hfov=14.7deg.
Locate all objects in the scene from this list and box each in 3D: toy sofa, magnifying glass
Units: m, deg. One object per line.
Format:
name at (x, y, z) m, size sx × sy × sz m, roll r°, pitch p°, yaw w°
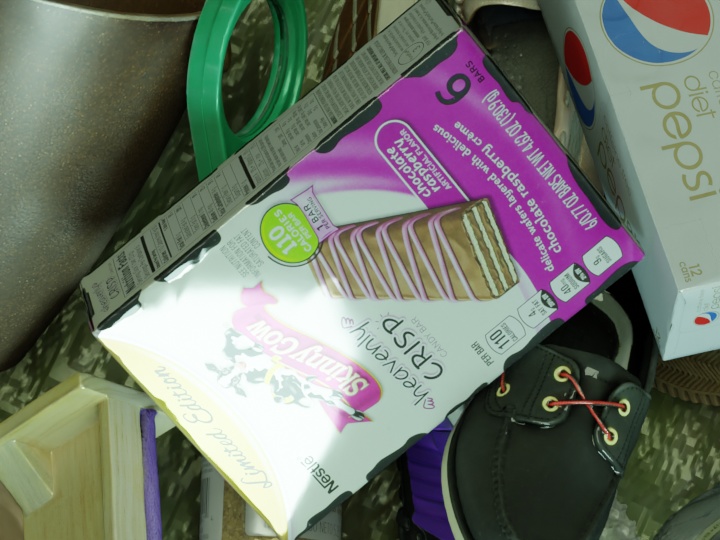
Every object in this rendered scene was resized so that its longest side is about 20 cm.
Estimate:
toy sofa at (-0.103, 0.154, 1.213) m, size 0.097 × 0.083 × 0.201 m, roll 20°, pitch 51°, yaw -38°
magnifying glass at (-0.055, -0.035, 1.219) m, size 0.022 × 0.079 × 0.202 m, roll 11°, pitch 105°, yaw 25°

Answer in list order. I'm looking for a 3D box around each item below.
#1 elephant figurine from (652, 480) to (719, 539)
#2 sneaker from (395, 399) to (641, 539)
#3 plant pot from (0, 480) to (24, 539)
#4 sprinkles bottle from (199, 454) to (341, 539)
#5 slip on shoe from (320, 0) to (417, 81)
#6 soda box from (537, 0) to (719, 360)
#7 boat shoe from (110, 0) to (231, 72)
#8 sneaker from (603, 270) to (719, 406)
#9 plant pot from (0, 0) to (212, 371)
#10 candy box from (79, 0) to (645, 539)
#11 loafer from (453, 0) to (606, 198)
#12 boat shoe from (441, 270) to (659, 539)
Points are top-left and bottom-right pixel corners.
elephant figurine at (0.214, 0.179, 1.220) m, size 0.154 × 0.201 × 0.142 m, roll -1°, pitch 32°, yaw 36°
sneaker at (0.041, 0.086, 1.275) m, size 0.069 × 0.100 × 0.201 m, roll 2°, pitch 46°, yaw -39°
plant pot at (-0.212, 0.158, 1.231) m, size 0.092 × 0.200 × 0.202 m, roll -32°, pitch 75°, yaw 36°
sprinkles bottle at (-0.040, 0.077, 1.280) m, size 0.068 × 0.068 × 0.202 m, roll 1°, pitch 78°, yaw 1°
slip on shoe at (0.022, -0.068, 1.291) m, size 0.060 × 0.076 × 0.201 m, roll 17°, pitch 45°, yaw -19°
soda box at (0.136, -0.066, 1.224) m, size 0.068 × 0.064 × 0.201 m, roll -12°, pitch 61°, yaw -8°
boat shoe at (-0.121, -0.182, 1.338) m, size 0.069 × 0.071 × 0.201 m, roll -17°, pitch 79°, yaw -2°
sneaker at (0.202, 0.009, 1.282) m, size 0.199 × 0.072 × 0.112 m, roll 13°, pitch 39°, yaw 37°
plant pot at (-0.171, -0.062, 1.254) m, size 0.186 × 0.187 × 0.201 m, roll 22°, pitch 112°, yaw 6°
candy box at (0.000, 0.000, 1.180) m, size 0.200 × 0.061 × 0.136 m, roll -39°, pitch 113°, yaw 6°
loafer at (0.079, -0.107, 1.311) m, size 0.071 × 0.063 × 0.202 m, roll -15°, pitch 77°, yaw 28°
boat shoe at (0.085, 0.059, 1.200) m, size 0.073 × 0.063 × 0.202 m, roll 27°, pitch 40°, yaw -6°
